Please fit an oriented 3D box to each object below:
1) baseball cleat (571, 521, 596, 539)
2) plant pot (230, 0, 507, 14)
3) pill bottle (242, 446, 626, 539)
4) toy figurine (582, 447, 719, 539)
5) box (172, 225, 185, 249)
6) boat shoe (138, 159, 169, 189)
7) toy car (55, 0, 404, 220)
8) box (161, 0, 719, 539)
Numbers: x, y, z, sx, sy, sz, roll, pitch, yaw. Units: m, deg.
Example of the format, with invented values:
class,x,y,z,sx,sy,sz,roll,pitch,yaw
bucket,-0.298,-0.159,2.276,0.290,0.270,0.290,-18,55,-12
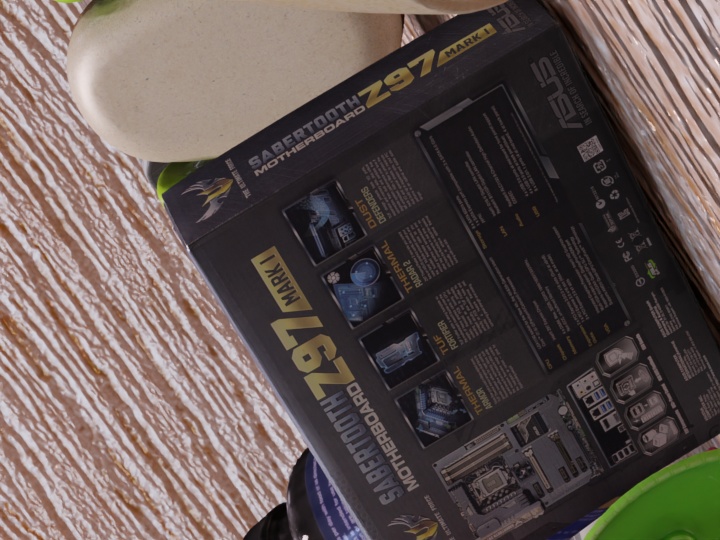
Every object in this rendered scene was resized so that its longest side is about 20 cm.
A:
class,x,y,z,sx,sy,sz,roll,pitch,yaw
baseball cleat,0.102,0.148,1.400,0.070,0.106,0.200,52,177,-13
plant pot,-0.029,-0.146,0.641,0.200,0.187,0.187,33,161,38
pill bottle,0.037,0.104,1.137,0.112,0.200,0.112,34,-147,-26
toy figurine,0.122,0.135,0.908,0.184,0.200,0.150,-43,-68,-83
box,0.000,0.000,1.270,0.200,0.137,0.040,49,174,46
boat shoe,-0.206,-0.154,2.470,0.065,0.074,0.202,60,173,31
toy car,-0.049,-0.142,1.133,0.200,0.157,0.165,-79,-33,-56
box,0.040,0.015,0.916,0.200,0.157,0.051,59,179,-30
